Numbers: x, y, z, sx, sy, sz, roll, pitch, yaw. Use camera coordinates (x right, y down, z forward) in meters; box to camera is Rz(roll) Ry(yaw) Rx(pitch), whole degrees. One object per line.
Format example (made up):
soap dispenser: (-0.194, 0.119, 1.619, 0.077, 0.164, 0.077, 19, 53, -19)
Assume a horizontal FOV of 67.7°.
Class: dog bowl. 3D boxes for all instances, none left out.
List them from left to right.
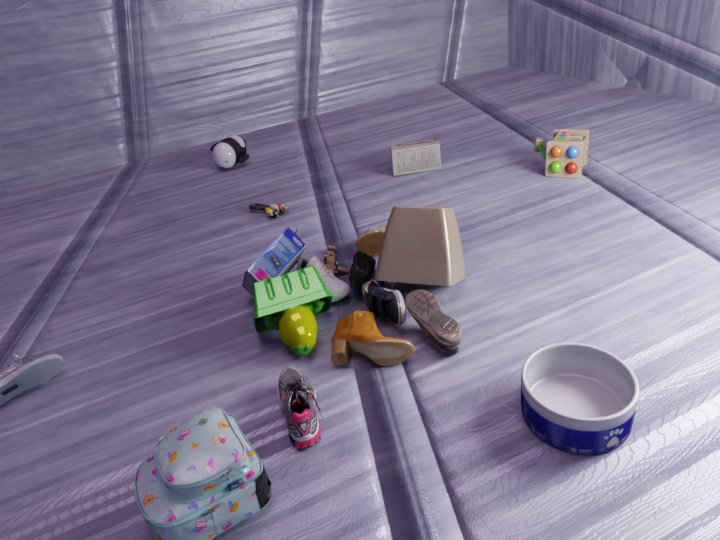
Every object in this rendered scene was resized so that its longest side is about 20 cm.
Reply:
dog bowl: (0.386, 0.223, 0.961, 0.192, 0.081, 0.202, -6, 30, 4)

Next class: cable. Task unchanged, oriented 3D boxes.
cable: (-0.337, -0.238, 1.979, 0.095, 0.052, 0.197, -27, 36, -31)

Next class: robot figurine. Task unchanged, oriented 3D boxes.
robot figurine: (-0.616, -0.560, 2.539, 0.146, 0.128, 0.201, -15, 25, 27)

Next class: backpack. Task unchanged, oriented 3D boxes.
backpack: (-0.265, 0.341, 0.876, 0.196, 0.157, 0.175, -30, 40, -22)

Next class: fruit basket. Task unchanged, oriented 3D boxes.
fruit basket: (-0.156, 0.113, 1.282, 0.207, 0.156, 0.224, 2, 70, -6)

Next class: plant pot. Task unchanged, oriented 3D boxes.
plant pot: (0.158, -0.069, 1.356, 0.193, 0.185, 0.199, 4, 6, 21)

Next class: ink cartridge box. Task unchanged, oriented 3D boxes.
ink cartridge box: (-0.222, -0.024, 1.440, 0.201, 0.076, 0.137, -48, 0, -25)

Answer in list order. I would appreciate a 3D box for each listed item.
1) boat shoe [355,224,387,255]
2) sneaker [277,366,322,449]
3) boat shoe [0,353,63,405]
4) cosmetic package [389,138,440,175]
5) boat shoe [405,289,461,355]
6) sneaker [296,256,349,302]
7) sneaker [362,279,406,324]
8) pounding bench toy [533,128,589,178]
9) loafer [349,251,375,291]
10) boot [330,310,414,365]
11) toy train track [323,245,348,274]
boat shoe: (0.059, -0.095, 1.615, 0.195, 0.076, 0.062, -15, 22, -33)
sneaker: (-0.121, 0.252, 1.060, 0.078, 0.077, 0.201, -16, 30, -13)
boat shoe: (-0.810, 0.244, 1.262, 0.199, 0.076, 0.086, -34, 54, -26)
cosmetic package: (0.218, -0.452, 2.138, 0.192, 0.107, 0.088, -7, 27, 0)
boat shoe: (0.158, 0.119, 1.211, 0.072, 0.075, 0.201, -19, 36, -13)
sneaker: (-0.110, 0.018, 1.428, 0.196, 0.103, 0.077, 17, 37, 38)
sneaker: (0.054, 0.079, 1.305, 0.076, 0.082, 0.200, -8, 18, -10)
pounding bench toy: (0.702, -0.419, 1.922, 0.194, 0.128, 0.156, 10, 35, 30)
loafer: (0.000, 0.000, 1.462, 0.066, 0.072, 0.201, 25, 17, -2)
boot: (0.027, 0.142, 1.207, 0.193, 0.073, 0.146, -8, 32, 13)
toy train track: (-0.086, -0.037, 1.561, 0.110, 0.034, 0.201, 8, 23, -5)
